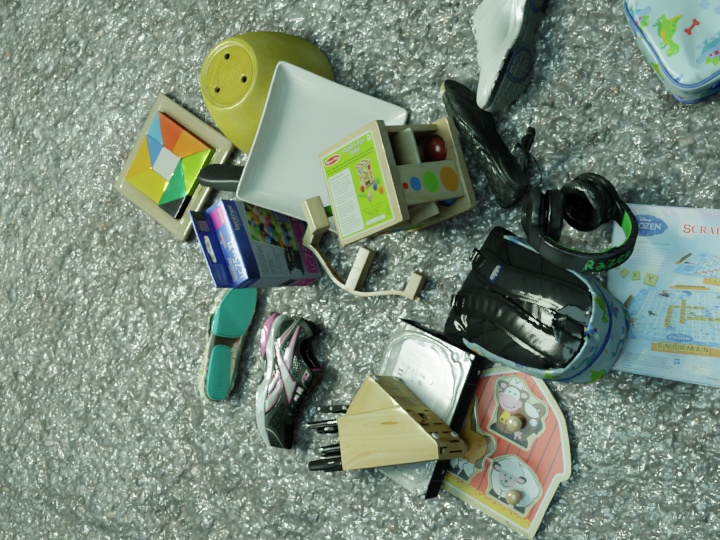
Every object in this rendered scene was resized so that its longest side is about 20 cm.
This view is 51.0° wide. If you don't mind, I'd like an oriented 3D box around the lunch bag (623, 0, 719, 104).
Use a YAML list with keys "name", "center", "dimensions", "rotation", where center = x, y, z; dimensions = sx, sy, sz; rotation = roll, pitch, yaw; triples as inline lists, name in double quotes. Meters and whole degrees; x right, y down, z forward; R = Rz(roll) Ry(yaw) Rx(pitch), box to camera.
- name: "lunch bag"
  center: [0.418, -0.299, 0.861]
  dimensions: [0.199, 0.082, 0.162]
  rotation: [-34, 71, 21]

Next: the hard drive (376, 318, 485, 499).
- name: "hard drive"
  center: [0.074, 0.182, 1.013]
  dimensions: [0.139, 0.038, 0.203]
  rotation: [24, 99, 40]

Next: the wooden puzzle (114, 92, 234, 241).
- name: "wooden puzzle"
  center: [-0.319, -0.175, 1.258]
  dimensions: [0.199, 0.037, 0.186]
  rotation: [36, 103, 25]

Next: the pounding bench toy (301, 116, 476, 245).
- name: "pounding bench toy"
  center: [0.032, -0.110, 1.013]
  dimensions: [0.199, 0.155, 0.126]
  rotation: [-20, 84, 49]

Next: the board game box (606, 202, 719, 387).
- name: "board game box"
  center: [0.388, 0.029, 0.874]
  dimensions: [0.198, 0.041, 0.203]
  rotation: [8, 90, 28]

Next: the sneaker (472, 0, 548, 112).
- name: "sneaker"
  center: [0.187, -0.307, 0.998]
  dimensions: [0.086, 0.074, 0.203]
  rotation: [14, 86, 39]

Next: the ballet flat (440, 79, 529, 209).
- name: "ballet flat"
  center: [0.155, -0.171, 1.001]
  dimensions: [0.202, 0.066, 0.057]
  rotation: [64, 145, 21]

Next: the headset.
- name: "headset"
  center: [0.241, -0.084, 0.884]
  dimensions: [0.122, 0.095, 0.201]
  rotation: [-16, 44, -14]

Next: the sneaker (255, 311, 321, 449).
- name: "sneaker"
  center: [-0.100, 0.163, 1.100]
  dimensions: [0.085, 0.080, 0.203]
  rotation: [2, 92, 16]

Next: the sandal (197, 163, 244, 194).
- name: "sandal"
  center: [-0.159, -0.127, 1.159]
  dimensions: [0.198, 0.075, 0.046]
  rotation: [11, 126, 24]

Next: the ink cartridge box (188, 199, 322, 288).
- name: "ink cartridge box"
  center: [-0.142, -0.037, 1.064]
  dimensions: [0.042, 0.199, 0.121]
  rotation: [-30, 74, 33]

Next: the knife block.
- name: "knife block"
  center: [0.017, 0.235, 0.985]
  dimensions: [0.200, 0.064, 0.177]
  rotation: [39, 108, 37]

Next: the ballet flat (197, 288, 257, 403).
- name: "ballet flat"
  center: [-0.215, 0.104, 1.170]
  dimensions: [0.064, 0.075, 0.203]
  rotation: [15, 88, 60]

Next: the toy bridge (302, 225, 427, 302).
- name: "toy bridge"
  center: [0.000, 0.000, 1.077]
  dimensions: [0.198, 0.027, 0.068]
  rotation: [27, 99, 21]

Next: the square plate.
- name: "square plate"
  center: [-0.054, -0.166, 1.070]
  dimensions: [0.198, 0.028, 0.201]
  rotation: [18, 93, -12]

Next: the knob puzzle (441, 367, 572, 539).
- name: "knob puzzle"
  center: [0.180, 0.215, 0.975]
  dimensions: [0.217, 0.030, 0.223]
  rotation: [-2, 85, 28]

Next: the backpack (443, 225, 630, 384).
- name: "backpack"
  center: [0.217, 0.053, 0.896]
  dimensions: [0.165, 0.153, 0.200]
  rotation: [-64, 24, -2]

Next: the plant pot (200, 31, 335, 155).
- name: "plant pot"
  center: [-0.156, -0.270, 1.122]
  dimensions: [0.198, 0.142, 0.203]
  rotation: [-2, 86, 28]
